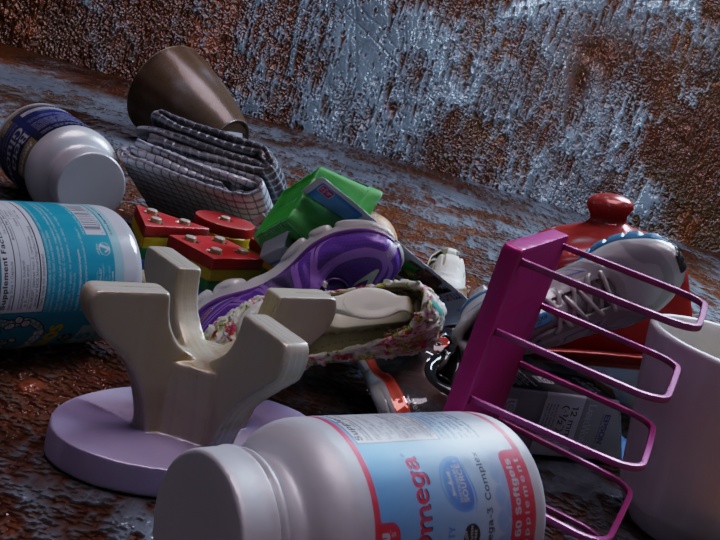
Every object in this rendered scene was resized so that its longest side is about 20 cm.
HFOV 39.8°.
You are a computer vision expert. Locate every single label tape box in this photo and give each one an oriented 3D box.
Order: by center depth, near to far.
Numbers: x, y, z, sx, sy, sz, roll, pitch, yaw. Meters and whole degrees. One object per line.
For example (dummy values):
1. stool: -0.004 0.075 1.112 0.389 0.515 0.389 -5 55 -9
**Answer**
1. label tape box: 0.161 0.113 0.914 0.198 0.067 0.143 8 15 -27

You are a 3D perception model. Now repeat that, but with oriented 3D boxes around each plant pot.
1. plant pot: -0.307 -0.292 1.882 0.200 0.188 0.186 40 22 27

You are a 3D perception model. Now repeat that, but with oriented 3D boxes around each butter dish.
1. butter dish: 0.226 0.002 0.933 0.198 0.150 0.200 5 13 7

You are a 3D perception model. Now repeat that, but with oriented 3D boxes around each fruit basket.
1. fruit basket: 0.000 0.000 0.937 0.200 0.094 0.185 44 -22 -13

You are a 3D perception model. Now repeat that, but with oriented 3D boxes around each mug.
1. mug: 0.285 0.138 0.752 0.185 0.155 0.149 22 13 25

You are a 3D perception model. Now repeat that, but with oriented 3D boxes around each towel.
1. towel: -0.179 -0.103 1.223 0.198 0.086 0.166 20 -22 17

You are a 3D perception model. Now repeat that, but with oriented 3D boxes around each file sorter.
1. file sorter: 0.134 0.093 0.661 0.124 0.202 0.139 23 14 19

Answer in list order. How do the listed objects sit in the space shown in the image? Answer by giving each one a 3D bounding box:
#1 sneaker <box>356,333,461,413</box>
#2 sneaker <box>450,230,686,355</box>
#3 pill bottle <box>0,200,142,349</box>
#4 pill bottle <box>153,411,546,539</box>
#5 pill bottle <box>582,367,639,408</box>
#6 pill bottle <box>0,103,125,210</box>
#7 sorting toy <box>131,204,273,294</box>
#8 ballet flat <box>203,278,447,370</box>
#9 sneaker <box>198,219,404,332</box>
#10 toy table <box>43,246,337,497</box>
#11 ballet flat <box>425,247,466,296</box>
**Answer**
1. sneaker: 0.043 0.081 0.813 0.081 0.078 0.200 -23 27 -2
2. sneaker: 0.160 0.031 0.790 0.199 0.076 0.087 -23 2 27
3. pill bottle: -0.269 0.003 0.736 0.110 0.112 0.199 24 15 34
4. pill bottle: -0.002 0.131 0.525 0.199 0.110 0.108 4 17 -41
5. pill bottle: 0.300 0.090 1.073 0.113 0.116 0.200 8 15 -33
6. pill bottle: -0.354 -0.125 1.184 0.110 0.112 0.199 6 15 -38
7. sorting toy: -0.157 -0.012 1.040 0.198 0.070 0.199 25 16 36
8. ballet flat: -0.033 0.038 0.757 0.198 0.076 0.064 -11 -25 0
9. sneaker: -0.051 0.032 0.829 0.081 0.199 0.084 57 9 -28
10. toy table: -0.102 0.067 0.660 0.183 0.118 0.199 25 16 36
11. ballet flat: 0.109 0.009 1.277 0.067 0.073 0.200 16 13 1
